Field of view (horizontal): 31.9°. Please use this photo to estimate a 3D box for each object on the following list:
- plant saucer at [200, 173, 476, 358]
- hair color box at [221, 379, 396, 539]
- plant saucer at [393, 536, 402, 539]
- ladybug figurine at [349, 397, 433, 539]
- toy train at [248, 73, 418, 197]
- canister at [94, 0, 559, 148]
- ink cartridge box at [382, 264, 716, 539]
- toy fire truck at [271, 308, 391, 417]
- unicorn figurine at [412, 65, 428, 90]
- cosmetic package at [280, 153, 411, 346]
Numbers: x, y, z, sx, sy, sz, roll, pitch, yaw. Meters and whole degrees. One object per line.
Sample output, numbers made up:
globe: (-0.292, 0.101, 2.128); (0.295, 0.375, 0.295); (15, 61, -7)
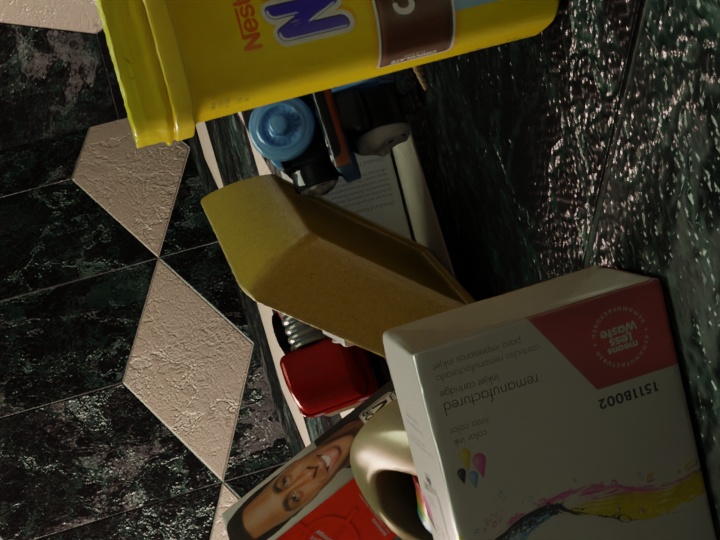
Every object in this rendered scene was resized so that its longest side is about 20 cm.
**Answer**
plant saucer: (0.000, 0.000, 0.868); (0.049, 0.199, 0.200); (-60, 23, 11)
hair color box: (-0.003, 0.159, 0.935); (0.061, 0.200, 0.102); (52, 177, -18)
plant saucer: (0.073, 0.254, 0.960); (0.200, 0.050, 0.200); (40, -179, -1)
ladybug figurine: (0.063, 0.133, 0.819); (0.072, 0.135, 0.200); (-61, -17, -28)
toy train: (-0.033, -0.155, 0.874); (0.087, 0.114, 0.201); (31, -139, -81)
canister: (-0.024, -0.153, 0.569); (0.087, 0.199, 0.149); (157, 97, -80)
ink cartridge box: (0.093, 0.111, 0.571); (0.067, 0.116, 0.201); (-152, 46, -77)
toy fire truck: (-0.040, 0.039, 1.199); (0.200, 0.128, 0.177); (33, -142, -74)
unicorn figurine: (-0.025, -0.213, 0.771); (0.074, 0.137, 0.201); (-90, 0, -84)
cosmetic package: (-0.011, -0.045, 1.042); (0.113, 0.081, 0.201); (-157, 51, -78)
